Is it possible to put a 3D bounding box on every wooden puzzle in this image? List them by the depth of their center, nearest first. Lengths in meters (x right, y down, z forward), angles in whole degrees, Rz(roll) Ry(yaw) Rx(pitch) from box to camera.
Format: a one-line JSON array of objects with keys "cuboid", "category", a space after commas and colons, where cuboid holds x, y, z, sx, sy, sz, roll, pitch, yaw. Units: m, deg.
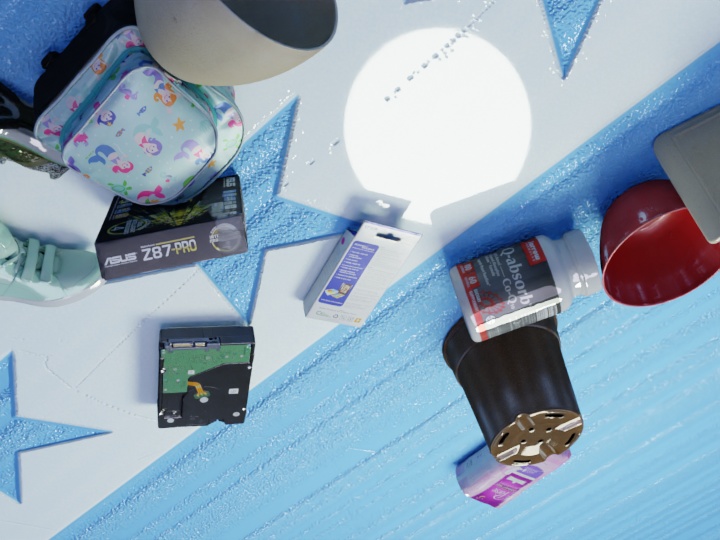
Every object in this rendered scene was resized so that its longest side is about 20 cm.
[{"cuboid": [0.501, -0.145, 1.156, 0.198, 0.187, 0.037, -30, 140, 16], "category": "wooden puzzle"}]

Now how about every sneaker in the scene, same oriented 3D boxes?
[{"cuboid": [-0.392, -0.146, 0.978, 0.198, 0.078, 0.088, 24, 134, -33], "category": "sneaker"}, {"cuboid": [-0.410, -0.017, 1.098, 0.197, 0.075, 0.119, -3, 143, -10], "category": "sneaker"}]

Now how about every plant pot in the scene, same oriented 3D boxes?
[{"cuboid": [-0.136, -0.255, 0.855, 0.199, 0.203, 0.134, 25, 136, -36], "category": "plant pot"}, {"cuboid": [0.247, 0.184, 1.420, 0.196, 0.200, 0.202, -8, 138, -7], "category": "plant pot"}]

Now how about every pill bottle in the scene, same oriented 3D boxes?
[{"cuboid": [0.236, 0.018, 1.302, 0.197, 0.117, 0.117, -20, 138, 4], "category": "pill bottle"}]

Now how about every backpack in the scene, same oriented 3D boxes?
[{"cuboid": [-0.222, -0.162, 0.957, 0.177, 0.152, 0.199, -41, 138, 16], "category": "backpack"}]

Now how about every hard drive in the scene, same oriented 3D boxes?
[{"cuboid": [-0.236, 0.162, 1.361, 0.137, 0.038, 0.202, -2, 137, -15], "category": "hard drive"}]

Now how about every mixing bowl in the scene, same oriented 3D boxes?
[{"cuboid": [0.418, -0.055, 1.283, 0.196, 0.109, 0.202, -9, 139, -8], "category": "mixing bowl"}]

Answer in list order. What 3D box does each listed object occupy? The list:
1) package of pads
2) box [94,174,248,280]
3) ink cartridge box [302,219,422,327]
[{"cuboid": [0.289, 0.367, 1.718, 0.120, 0.076, 0.200, 28, 123, -34], "category": "package of pads"}, {"cuboid": [-0.210, -0.054, 1.032, 0.158, 0.200, 0.050, -9, 110, -5], "category": "box"}, {"cuboid": [0.000, 0.000, 1.273, 0.093, 0.037, 0.201, 12, 134, -26], "category": "ink cartridge box"}]
